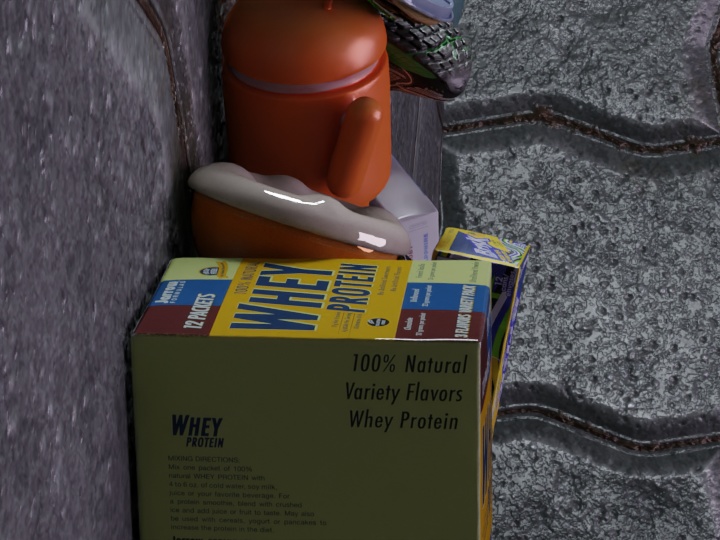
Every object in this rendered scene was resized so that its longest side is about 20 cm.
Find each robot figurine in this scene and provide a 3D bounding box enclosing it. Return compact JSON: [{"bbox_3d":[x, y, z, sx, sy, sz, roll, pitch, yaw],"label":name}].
[{"bbox_3d":[-0.035,-0.115,1.624,0.144,0.116,0.201,-77,167,-56],"label":"robot figurine"}]

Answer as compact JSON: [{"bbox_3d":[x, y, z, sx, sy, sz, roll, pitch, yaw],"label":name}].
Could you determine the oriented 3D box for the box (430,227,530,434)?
[{"bbox_3d":[0.067,0.077,1.676,0.070,0.064,0.201,-55,157,-73],"label":"box"}]

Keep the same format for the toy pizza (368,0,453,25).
[{"bbox_3d":[-0.021,-0.224,1.585,0.032,0.200,0.200,-50,-176,14],"label":"toy pizza"}]

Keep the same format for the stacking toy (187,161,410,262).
[{"bbox_3d":[-0.062,0.043,1.498,0.146,0.145,0.201,-30,137,-83],"label":"stacking toy"}]

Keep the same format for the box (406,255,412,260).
[{"bbox_3d":[-0.001,0.025,1.907,0.200,0.038,0.137,-135,-147,-59],"label":"box"}]

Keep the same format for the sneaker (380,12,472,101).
[{"bbox_3d":[0.002,-0.149,1.711,0.078,0.199,0.086,-11,111,-42],"label":"sneaker"}]

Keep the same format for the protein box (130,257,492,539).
[{"bbox_3d":[-0.023,0.108,1.392,0.135,0.197,0.201,-74,164,-70],"label":"protein box"}]

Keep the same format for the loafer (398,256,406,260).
[{"bbox_3d":[0.000,0.000,1.718,0.200,0.069,0.070,-57,156,-71],"label":"loafer"}]

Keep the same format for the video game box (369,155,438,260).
[{"bbox_3d":[0.007,-0.023,1.979,0.200,0.047,0.183,-126,-152,-47],"label":"video game box"}]

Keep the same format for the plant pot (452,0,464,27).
[{"bbox_3d":[0.018,-0.290,1.845,0.200,0.199,0.197,62,39,-79],"label":"plant pot"}]
